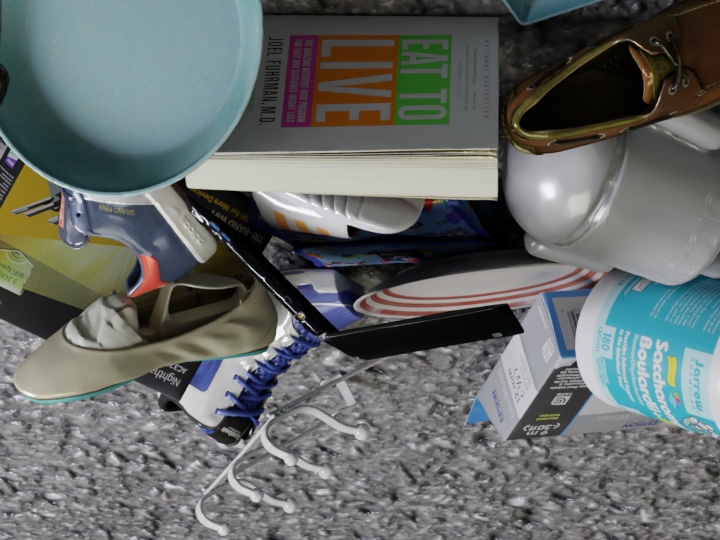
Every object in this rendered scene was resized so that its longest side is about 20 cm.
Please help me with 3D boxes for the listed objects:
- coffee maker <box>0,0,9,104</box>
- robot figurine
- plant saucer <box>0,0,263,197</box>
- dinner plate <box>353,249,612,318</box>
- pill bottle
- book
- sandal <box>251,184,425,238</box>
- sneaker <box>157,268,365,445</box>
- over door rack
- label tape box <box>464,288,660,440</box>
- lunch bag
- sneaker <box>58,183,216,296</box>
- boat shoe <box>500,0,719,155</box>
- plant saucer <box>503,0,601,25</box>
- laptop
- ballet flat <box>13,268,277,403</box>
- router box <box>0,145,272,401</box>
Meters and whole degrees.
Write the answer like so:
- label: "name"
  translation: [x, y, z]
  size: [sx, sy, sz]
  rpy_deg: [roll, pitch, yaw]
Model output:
- label: "coffee maker"
  translation: [-0.277, -0.198, 1.144]
  size: [0.134, 0.201, 0.192]
  rpy_deg: [-16, 142, 24]
- label: "robot figurine"
  translation: [0.181, -0.060, 1.376]
  size: [0.199, 0.113, 0.170]
  rpy_deg: [18, 131, -20]
- label: "plant saucer"
  translation: [-0.147, -0.146, 1.252]
  size: [0.199, 0.201, 0.036]
  rpy_deg: [-9, 178, 19]
- label: "dinner plate"
  translation: [0.092, 0.008, 1.514]
  size: [0.199, 0.024, 0.200]
  rpy_deg: [-6, 171, -1]
- label: "pill bottle"
  translation: [0.254, 0.062, 1.412]
  size: [0.111, 0.111, 0.200]
  rpy_deg: [35, 168, -37]
- label: "book"
  translation: [-0.009, -0.111, 1.304]
  size: [0.199, 0.134, 0.048]
  rpy_deg: [0, 140, 3]
- label: "sandal"
  translation: [-0.053, -0.067, 1.331]
  size: [0.206, 0.079, 0.059]
  rpy_deg: [19, 144, 14]
- label: "sneaker"
  translation: [-0.084, 0.074, 1.579]
  size: [0.198, 0.116, 0.080]
  rpy_deg: [-15, 160, 25]
- label: "over door rack"
  translation: [-0.030, 0.124, 1.594]
  size: [0.067, 0.200, 0.148]
  rpy_deg: [46, 139, 4]
- label: "label tape box"
  translation: [0.182, 0.090, 1.607]
  size: [0.142, 0.066, 0.200]
  rpy_deg: [-4, 147, -20]
- label: "lunch bag"
  translation: [0.019, -0.049, 1.451]
  size: [0.150, 0.095, 0.200]
  rpy_deg: [-5, 160, 14]
- label: "sneaker"
  translation: [-0.185, -0.067, 1.351]
  size: [0.084, 0.075, 0.200]
  rpy_deg: [-37, 105, 1]
- label: "boat shoe"
  translation: [0.185, -0.123, 1.269]
  size: [0.199, 0.072, 0.068]
  rpy_deg: [-27, -177, 4]
- label: "plant saucer"
  translation: [0.175, -0.207, 1.250]
  size: [0.199, 0.019, 0.070]
  rpy_deg: [-16, 141, 25]
- label: "laptop"
  translation: [0.000, 0.000, 1.354]
  size: [0.103, 0.200, 0.177]
  rpy_deg: [-45, 169, 0]
- label: "ballet flat"
  translation: [-0.150, 0.038, 1.409]
  size: [0.199, 0.070, 0.070]
  rpy_deg: [-14, 154, -28]
- label: "router box"
  translation: [-0.179, -0.017, 1.446]
  size: [0.199, 0.158, 0.052]
  rpy_deg: [27, -176, -31]
